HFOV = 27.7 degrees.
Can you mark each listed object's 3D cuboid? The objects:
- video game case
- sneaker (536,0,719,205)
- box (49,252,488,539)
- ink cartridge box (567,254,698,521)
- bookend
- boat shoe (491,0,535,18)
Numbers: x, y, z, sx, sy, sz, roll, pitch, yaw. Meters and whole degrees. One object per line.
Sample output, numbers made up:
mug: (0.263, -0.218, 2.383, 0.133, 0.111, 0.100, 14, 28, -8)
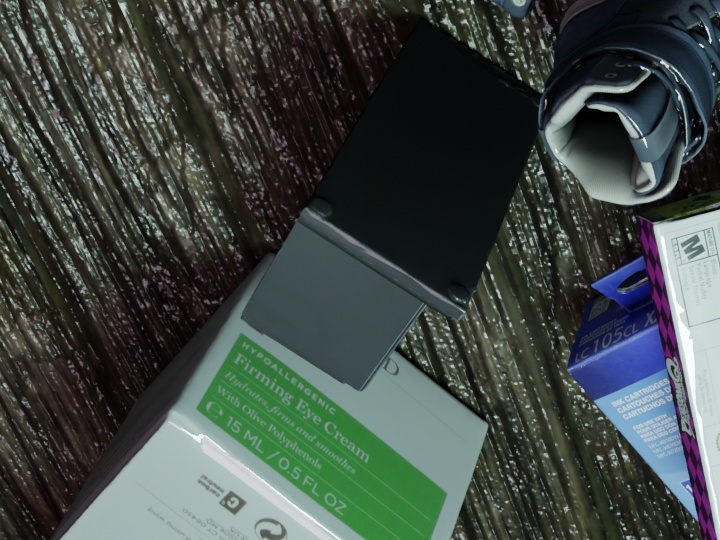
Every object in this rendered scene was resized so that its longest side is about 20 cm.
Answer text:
video game case: (0.249, 0.042, 0.760, 0.179, 0.036, 0.202, -17, 105, -4)
sneaker: (0.177, -0.103, 0.698, 0.201, 0.147, 0.077, -19, 115, 30)
box: (-0.060, 0.146, 0.957, 0.198, 0.172, 0.200, 38, 129, -8)
ink cartridge box: (0.216, 0.058, 0.847, 0.136, 0.077, 0.200, -32, 107, 36)
bookend: (0.000, 0.000, 0.808, 0.092, 0.201, 0.199, 31, 129, -3)
boat shoe: (0.110, -0.200, 0.698, 0.062, 0.075, 0.200, 36, 131, -5)
